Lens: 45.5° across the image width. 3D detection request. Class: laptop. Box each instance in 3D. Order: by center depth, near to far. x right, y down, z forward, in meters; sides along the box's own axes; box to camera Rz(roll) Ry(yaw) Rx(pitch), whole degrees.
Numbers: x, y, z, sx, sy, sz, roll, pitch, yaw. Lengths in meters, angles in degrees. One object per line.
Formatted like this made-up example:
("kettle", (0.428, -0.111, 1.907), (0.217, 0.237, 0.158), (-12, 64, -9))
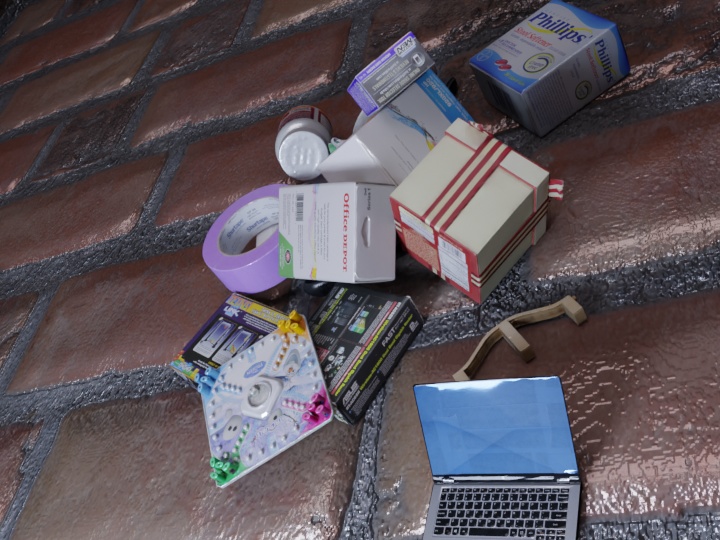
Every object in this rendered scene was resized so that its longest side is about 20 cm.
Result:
("laptop", (0.144, 0.240, 0.978), (0.187, 0.116, 0.201), (-8, 45, 29))

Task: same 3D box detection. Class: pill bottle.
("pill bottle", (-0.105, -0.240, 1.620), (0.109, 0.110, 0.200), (-27, 20, 8))

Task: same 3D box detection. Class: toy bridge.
("toy bridge", (0.210, 0.093, 1.156), (0.200, 0.027, 0.067), (-35, 37, -2))

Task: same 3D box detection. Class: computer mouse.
("computer mouse", (0.000, 0.000, 1.405), (0.199, 0.034, 0.059), (-20, 19, 9))

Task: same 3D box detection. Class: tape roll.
("tape roll", (-0.173, -0.056, 1.484), (0.199, 0.066, 0.201), (-21, 40, 19))

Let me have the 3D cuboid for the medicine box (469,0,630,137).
("medicine box", (0.325, -0.355, 1.486), (0.200, 0.103, 0.182), (-37, 38, -2))

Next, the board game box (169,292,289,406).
("board game box", (-0.186, 0.133, 1.369), (0.200, 0.057, 0.165), (19, 60, 44))

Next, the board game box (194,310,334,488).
("board game box", (-0.145, 0.178, 1.226), (0.200, 0.026, 0.200), (-33, 44, 11))

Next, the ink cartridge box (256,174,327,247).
("ink cartridge box", (-0.104, -0.082, 1.546), (0.176, 0.045, 0.201), (-22, 40, 15))

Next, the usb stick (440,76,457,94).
("usb stick", (0.099, -0.352, 1.697), (0.199, 0.033, 0.056), (2, 51, 37))

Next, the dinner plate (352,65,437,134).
("dinner plate", (0.068, -0.290, 1.541), (0.200, 0.200, 0.024), (-40, 75, -8))

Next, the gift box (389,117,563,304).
("gift box", (0.170, -0.094, 1.220), (0.184, 0.200, 0.187), (37, 73, 19))

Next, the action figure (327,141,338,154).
("action figure", (0.008, -0.135, 1.500), (0.118, 0.055, 0.201), (2, 54, -15))

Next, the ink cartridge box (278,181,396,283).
("ink cartridge box", (-0.038, -0.058, 1.309), (0.200, 0.084, 0.146), (4, 94, 51))

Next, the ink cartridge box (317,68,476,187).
("ink cartridge box", (0.064, -0.188, 1.371), (0.200, 0.145, 0.147), (-45, 8, -30))

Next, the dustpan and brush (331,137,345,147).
("dustpan and brush", (0.041, -0.186, 1.491), (0.140, 0.200, 0.057), (-60, 6, -29))

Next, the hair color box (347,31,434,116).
("hair color box", (0.043, -0.303, 1.346), (0.109, 0.065, 0.200), (-39, 9, 0))

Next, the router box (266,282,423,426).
("router box", (-0.021, 0.116, 1.265), (0.149, 0.062, 0.200), (12, 57, 43))
